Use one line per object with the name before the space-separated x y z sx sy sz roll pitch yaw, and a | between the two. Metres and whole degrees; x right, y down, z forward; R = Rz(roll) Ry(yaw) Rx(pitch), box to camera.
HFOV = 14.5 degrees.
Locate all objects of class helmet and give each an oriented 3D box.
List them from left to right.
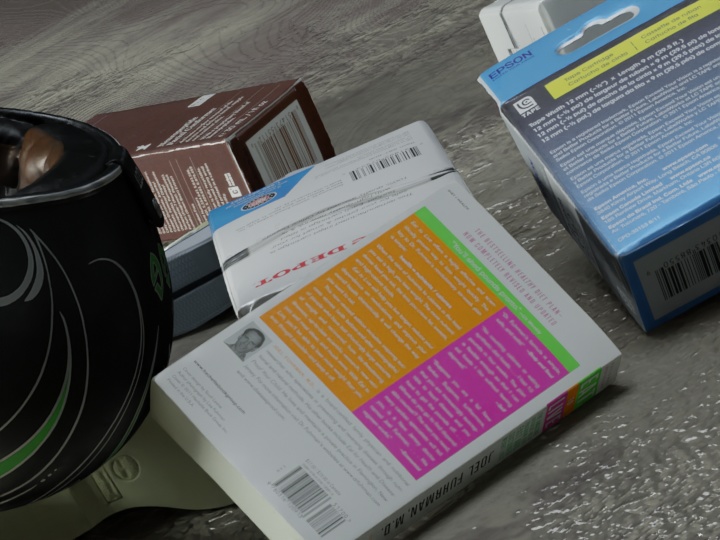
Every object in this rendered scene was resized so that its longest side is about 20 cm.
helmet | -0.194 0.029 1.425 0.200 0.191 0.200 1 22 -1

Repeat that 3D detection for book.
book | 0.014 0.055 1.415 0.200 0.048 0.134 -32 61 -27

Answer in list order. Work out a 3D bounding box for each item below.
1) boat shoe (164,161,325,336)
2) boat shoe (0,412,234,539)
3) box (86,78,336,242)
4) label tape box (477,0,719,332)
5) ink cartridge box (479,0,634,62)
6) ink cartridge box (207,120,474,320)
boat shoe | -0.058 -0.023 1.760 0.200 0.072 0.062 -22 21 10
boat shoe | -0.113 0.096 1.513 0.200 0.071 0.063 -21 16 18
box | -0.127 -0.070 1.964 0.200 0.075 0.100 -9 23 38
label tape box | 0.168 -0.073 1.545 0.143 0.066 0.200 -29 38 -3
ink cartridge box | 0.170 -0.159 1.796 0.144 0.084 0.200 -24 7 -5
ink cartridge box | 0.000 0.000 1.611 0.145 0.084 0.200 -23 18 0
